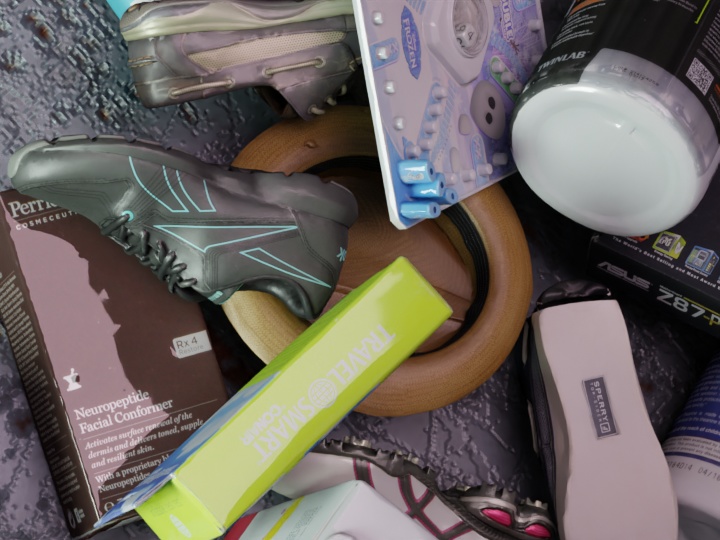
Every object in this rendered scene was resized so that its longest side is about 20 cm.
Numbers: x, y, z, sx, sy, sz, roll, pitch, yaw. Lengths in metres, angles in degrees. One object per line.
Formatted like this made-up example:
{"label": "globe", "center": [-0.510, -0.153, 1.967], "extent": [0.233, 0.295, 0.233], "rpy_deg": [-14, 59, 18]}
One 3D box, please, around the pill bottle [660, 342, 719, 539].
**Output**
{"label": "pill bottle", "center": [0.263, 0.092, 1.535], "extent": [0.111, 0.111, 0.200], "rpy_deg": [37, 68, -10]}

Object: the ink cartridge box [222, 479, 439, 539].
{"label": "ink cartridge box", "center": [-0.018, 0.221, 1.348], "extent": [0.145, 0.200, 0.145], "rpy_deg": [38, 67, -9]}

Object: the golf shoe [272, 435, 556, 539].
{"label": "golf shoe", "center": [0.019, 0.152, 1.449], "extent": [0.200, 0.077, 0.088], "rpy_deg": [21, 78, -15]}

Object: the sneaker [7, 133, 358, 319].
{"label": "sneaker", "center": [-0.099, -0.026, 1.365], "extent": [0.200, 0.075, 0.079], "rpy_deg": [12, 82, -14]}

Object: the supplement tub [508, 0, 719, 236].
{"label": "supplement tub", "center": [0.177, -0.126, 1.464], "extent": [0.123, 0.123, 0.200], "rpy_deg": [39, 50, -9]}

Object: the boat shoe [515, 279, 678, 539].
{"label": "boat shoe", "center": [0.141, 0.108, 1.493], "extent": [0.075, 0.093, 0.200], "rpy_deg": [-6, 84, -8]}

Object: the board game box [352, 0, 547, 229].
{"label": "board game box", "center": [0.063, -0.145, 1.426], "extent": [0.200, 0.026, 0.200], "rpy_deg": [-28, 111, -54]}

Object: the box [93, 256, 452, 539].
{"label": "box", "center": [-0.048, 0.081, 1.328], "extent": [0.200, 0.122, 0.048], "rpy_deg": [-43, 92, -20]}

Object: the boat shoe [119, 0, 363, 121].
{"label": "boat shoe", "center": [-0.041, -0.125, 1.439], "extent": [0.200, 0.074, 0.073], "rpy_deg": [-3, 96, -11]}

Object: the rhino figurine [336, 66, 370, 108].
{"label": "rhino figurine", "center": [0.000, -0.189, 1.522], "extent": [0.087, 0.060, 0.200], "rpy_deg": [7, 73, 5]}

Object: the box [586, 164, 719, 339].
{"label": "box", "center": [0.263, -0.024, 1.509], "extent": [0.200, 0.049, 0.161], "rpy_deg": [27, 61, 15]}

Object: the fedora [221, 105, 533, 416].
{"label": "fedora", "center": [0.000, 0.000, 1.471], "extent": [0.201, 0.082, 0.201], "rpy_deg": [4, 75, -15]}

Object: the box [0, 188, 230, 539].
{"label": "box", "center": [-0.142, 0.044, 1.411], "extent": [0.100, 0.075, 0.200], "rpy_deg": [-17, 83, -23]}

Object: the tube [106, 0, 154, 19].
{"label": "tube", "center": [-0.148, -0.205, 1.481], "extent": [0.077, 0.050, 0.200], "rpy_deg": [-31, 87, -27]}
